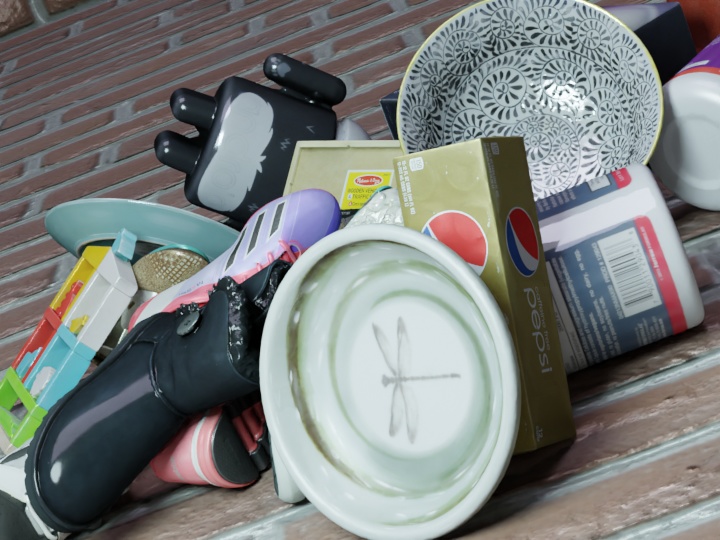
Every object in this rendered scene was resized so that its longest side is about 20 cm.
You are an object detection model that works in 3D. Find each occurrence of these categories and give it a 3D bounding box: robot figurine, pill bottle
[{"bbox_3d":[-0.082,-0.099,1.941,0.150,0.200,0.125,120,165,-46],"label":"robot figurine"},{"bbox_3d":[0.122,0.015,1.489,0.200,0.120,0.120,-21,18,4],"label":"pill bottle"},{"bbox_3d":[0.310,-0.136,1.707,0.112,0.113,0.200,-6,25,40],"label":"pill bottle"}]

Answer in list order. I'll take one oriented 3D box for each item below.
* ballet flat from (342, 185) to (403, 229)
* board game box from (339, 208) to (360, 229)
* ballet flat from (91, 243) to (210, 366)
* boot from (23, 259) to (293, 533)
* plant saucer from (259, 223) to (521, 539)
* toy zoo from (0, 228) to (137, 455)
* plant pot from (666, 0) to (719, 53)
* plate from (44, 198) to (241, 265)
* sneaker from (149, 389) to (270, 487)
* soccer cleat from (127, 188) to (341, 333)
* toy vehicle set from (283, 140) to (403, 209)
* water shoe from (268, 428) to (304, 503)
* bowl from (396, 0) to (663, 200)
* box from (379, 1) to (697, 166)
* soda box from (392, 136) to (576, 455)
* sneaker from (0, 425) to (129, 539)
[{"bbox_3d":[-0.021,0.020,1.684,0.200,0.072,0.072,-47,11,19],"label":"ballet flat"},{"bbox_3d":[0.000,0.000,1.737,0.200,0.023,0.105,0,64,47],"label":"board game box"},{"bbox_3d":[-0.179,0.038,1.810,0.200,0.070,0.065,-39,26,59],"label":"ballet flat"},{"bbox_3d":[-0.128,0.082,1.483,0.168,0.076,0.200,-24,24,48],"label":"boot"},{"bbox_3d":[0.026,0.069,1.365,0.200,0.201,0.050,-7,1,39],"label":"plant saucer"},{"bbox_3d":[-0.240,0.054,1.788,0.200,0.020,0.131,-57,22,-1],"label":"toy zoo"},{"bbox_3d":[0.346,-0.274,1.922,0.200,0.196,0.201,-19,19,7],"label":"plant pot"},{"bbox_3d":[-0.176,-0.013,1.877,0.200,0.200,0.026,-6,65,41],"label":"plate"},{"bbox_3d":[-0.091,0.090,1.597,0.087,0.074,0.200,-12,21,33],"label":"sneaker"},{"bbox_3d":[-0.095,0.012,1.690,0.200,0.067,0.076,-34,22,4],"label":"soccer cleat"},{"bbox_3d":[0.007,-0.044,1.795,0.200,0.026,0.124,4,76,47],"label":"toy vehicle set"},{"bbox_3d":[-0.014,0.086,1.521,0.079,0.072,0.200,1,34,9],"label":"water shoe"},{"bbox_3d":[0.132,-0.104,1.674,0.200,0.201,0.094,-23,-24,-1],"label":"bowl"},{"bbox_3d":[0.160,-0.138,1.875,0.198,0.123,0.200,-31,21,-29],"label":"box"},{"bbox_3d":[0.080,0.018,1.394,0.068,0.200,0.064,-11,-1,30],"label":"soda box"},{"bbox_3d":[-0.212,0.151,1.565,0.088,0.074,0.200,-16,20,24],"label":"sneaker"}]
